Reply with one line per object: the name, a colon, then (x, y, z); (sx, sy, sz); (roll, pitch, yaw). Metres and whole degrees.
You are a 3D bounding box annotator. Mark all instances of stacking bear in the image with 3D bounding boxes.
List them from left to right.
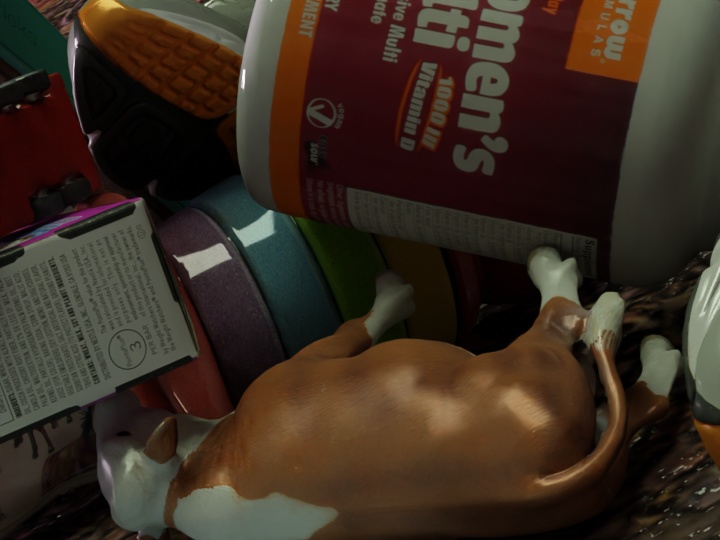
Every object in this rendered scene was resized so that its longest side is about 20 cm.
stacking bear: (0.000, 0.000, 0.949); (0.199, 0.122, 0.114); (-23, -4, -18)

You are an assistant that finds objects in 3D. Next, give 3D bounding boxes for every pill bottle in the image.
pill bottle: (0.066, -0.055, 0.848); (0.199, 0.110, 0.110); (12, 26, 11)

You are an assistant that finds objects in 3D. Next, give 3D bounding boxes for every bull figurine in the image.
bull figurine: (0.008, 0.049, 0.811); (0.199, 0.065, 0.122); (-1, 34, 34)

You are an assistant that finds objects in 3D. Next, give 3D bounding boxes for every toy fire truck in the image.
toy fire truck: (-0.169, -0.022, 0.863); (0.140, 0.049, 0.200); (-20, 6, 18)

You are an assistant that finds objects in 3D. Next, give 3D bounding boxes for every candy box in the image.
candy box: (-0.169, 0.041, 0.832); (0.199, 0.061, 0.136); (-22, 6, -21)

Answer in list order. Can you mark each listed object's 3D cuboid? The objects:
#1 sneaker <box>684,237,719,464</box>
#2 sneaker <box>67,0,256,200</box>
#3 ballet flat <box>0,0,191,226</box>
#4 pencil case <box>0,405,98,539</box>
sneaker: (0.179, -0.008, 0.689); (0.200, 0.076, 0.092); (-36, 23, -20)
sneaker: (-0.061, -0.076, 0.979); (0.075, 0.092, 0.200); (-31, -28, 14)
ballet flat: (-0.121, -0.054, 0.991); (0.067, 0.200, 0.068); (-28, 42, 24)
pencil case: (-0.175, 0.091, 1.008); (0.199, 0.090, 0.078); (-31, -20, -13)
